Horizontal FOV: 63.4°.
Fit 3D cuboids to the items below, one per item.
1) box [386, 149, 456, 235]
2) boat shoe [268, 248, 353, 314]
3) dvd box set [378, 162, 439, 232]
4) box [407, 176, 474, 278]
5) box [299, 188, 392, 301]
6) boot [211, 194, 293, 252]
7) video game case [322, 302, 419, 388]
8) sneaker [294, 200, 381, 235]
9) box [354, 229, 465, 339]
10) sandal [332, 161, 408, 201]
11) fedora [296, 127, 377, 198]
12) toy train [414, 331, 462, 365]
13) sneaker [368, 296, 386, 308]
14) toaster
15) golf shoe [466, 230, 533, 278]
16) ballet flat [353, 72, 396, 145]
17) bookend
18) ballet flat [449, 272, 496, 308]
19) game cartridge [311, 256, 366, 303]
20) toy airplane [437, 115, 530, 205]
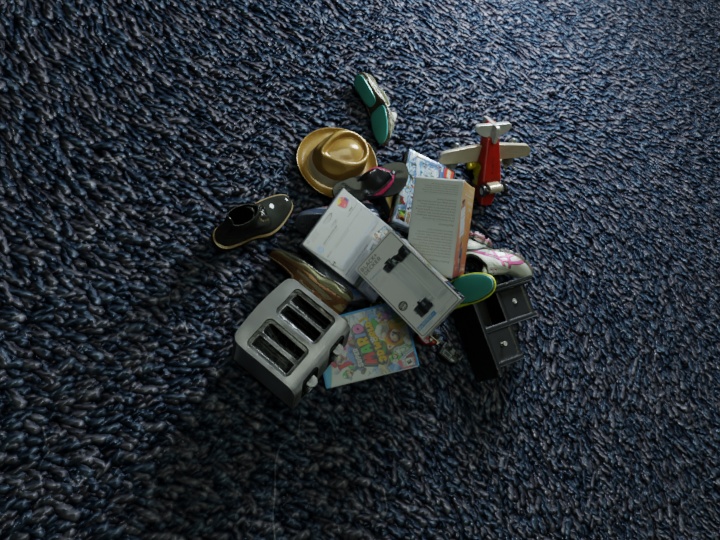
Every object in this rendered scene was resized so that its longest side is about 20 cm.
[{"bbox_3d":[0.148,-0.174,1.397,0.136,0.040,0.201,22,67,-17],"label":"box"},{"bbox_3d":[-0.112,0.026,1.222,0.199,0.076,0.074,32,90,8],"label":"boat shoe"},{"bbox_3d":[0.141,-0.179,1.437,0.199,0.029,0.147,-18,81,-29],"label":"dvd box set"},{"bbox_3d":[0.174,-0.092,1.262,0.106,0.152,0.202,8,95,18],"label":"box"},{"bbox_3d":[-0.008,-0.053,1.259,0.200,0.041,0.156,38,76,-12],"label":"box"},{"bbox_3d":[-0.204,-0.116,1.199,0.200,0.138,0.078,-40,91,-30],"label":"boot"},{"bbox_3d":[0.010,0.153,1.215,0.199,0.018,0.144,-14,77,4],"label":"video game case"},{"bbox_3d":[-0.057,-0.124,1.322,0.199,0.070,0.082,-1,43,-19],"label":"sneaker"},{"bbox_3d":[0.099,0.027,1.177,0.117,0.060,0.200,-46,76,13],"label":"box"},{"bbox_3d":[0.031,-0.197,1.314,0.199,0.045,0.075,-22,80,-24],"label":"sandal"},{"bbox_3d":[-0.045,-0.264,1.347,0.199,0.082,0.202,6,69,-17],"label":"fedora"},{"bbox_3d":[0.148,0.148,1.328,0.200,0.034,0.046,40,72,-6],"label":"toy train"},{"bbox_3d":[0.059,0.076,1.269,0.084,0.075,0.201,13,72,12],"label":"sneaker"},{"bbox_3d":[-0.140,0.134,1.138,0.200,0.119,0.181,39,62,7],"label":"toaster"},{"bbox_3d":[0.332,-0.015,1.449,0.199,0.073,0.093,26,69,-3],"label":"golf shoe"},{"bbox_3d":[0.050,-0.408,1.462,0.075,0.068,0.201,-12,75,-43],"label":"ballet flat"},{"bbox_3d":[0.342,0.136,1.384,0.198,0.092,0.201,-13,79,-27],"label":"bookend"},{"bbox_3d":[0.215,0.055,1.297,0.067,0.199,0.067,16,57,-56],"label":"ballet flat"},{"bbox_3d":[0.000,0.000,1.311,0.199,0.040,0.134,-19,85,-28],"label":"game cartridge"},{"bbox_3d":[0.316,-0.295,1.495,0.200,0.141,0.199,38,92,-23],"label":"toy airplane"}]
